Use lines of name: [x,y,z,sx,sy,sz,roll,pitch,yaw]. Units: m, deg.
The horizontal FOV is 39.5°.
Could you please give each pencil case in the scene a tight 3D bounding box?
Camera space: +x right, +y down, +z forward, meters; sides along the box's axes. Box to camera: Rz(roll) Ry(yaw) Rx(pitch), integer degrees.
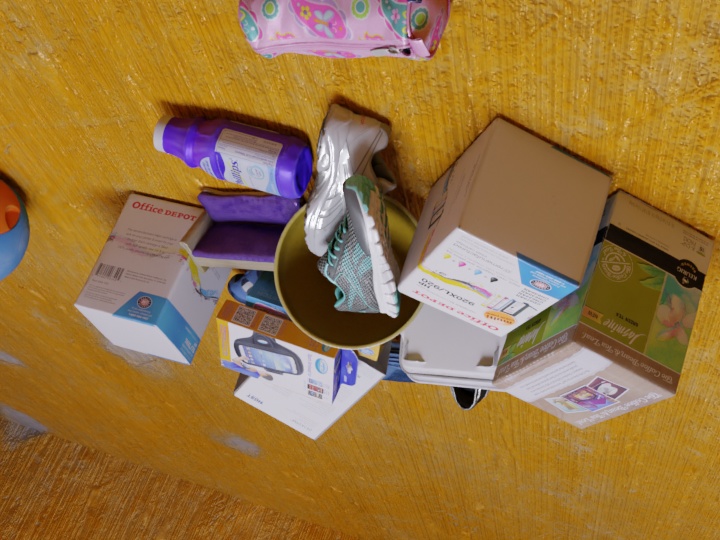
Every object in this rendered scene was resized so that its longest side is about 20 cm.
pencil case: [-0.016,-0.237,0.936,0.199,0.088,0.088,9,152,29]

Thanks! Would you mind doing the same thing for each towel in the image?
towel: [0.047,0.149,1.618,0.199,0.049,0.112,7,157,-20]

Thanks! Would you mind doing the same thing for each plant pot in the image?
plant pot: [0.000,0.000,1.311,0.199,0.201,0.142,18,180,9]

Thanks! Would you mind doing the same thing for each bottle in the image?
bottle: [-0.161,-0.148,1.254,0.199,0.066,0.084,16,156,12]

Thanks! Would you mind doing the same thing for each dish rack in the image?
dish rack: [0.130,0.067,1.319,0.199,0.173,0.043,0,172,41]

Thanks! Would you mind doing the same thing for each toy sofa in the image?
toy sofa: [-0.157,-0.052,1.404,0.199,0.083,0.098,4,138,34]

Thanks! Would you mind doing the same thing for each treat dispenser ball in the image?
treat dispenser ball: [-0.652,-0.068,1.659,0.200,0.202,0.201,18,155,9]

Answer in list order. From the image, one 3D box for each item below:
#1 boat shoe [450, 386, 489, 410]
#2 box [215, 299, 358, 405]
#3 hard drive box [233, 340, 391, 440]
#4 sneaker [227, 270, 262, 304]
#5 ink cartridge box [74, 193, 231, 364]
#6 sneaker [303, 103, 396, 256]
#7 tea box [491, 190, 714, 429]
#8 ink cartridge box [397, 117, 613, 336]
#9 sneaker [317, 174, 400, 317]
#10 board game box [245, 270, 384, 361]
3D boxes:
boat shoe: [0.149,0.096,1.384,0.070,0.064,0.201,1,112,28]
box: [-0.102,0.119,1.395,0.199,0.042,0.119,19,142,12]
hard drive box: [-0.074,0.147,1.512,0.155,0.077,0.200,32,128,-16]
sneaker: [-0.145,0.019,1.583,0.074,0.083,0.200,1,-173,-35]
ink cartridge box: [-0.307,0.012,1.538,0.146,0.201,0.146,13,155,20]
sneaker: [-0.010,-0.092,1.174,0.099,0.078,0.201,12,129,-1]
tea box: [0.272,0.052,1.143,0.133,0.198,0.200,26,155,-8]
ink cartridge box: [0.154,-0.039,1.118,0.147,0.145,0.200,25,156,-8]
sneaker: [-0.008,-0.020,1.157,0.091,0.078,0.201,-5,129,9]
board game box: [-0.044,0.036,1.424,0.199,0.153,0.040,18,130,9]
